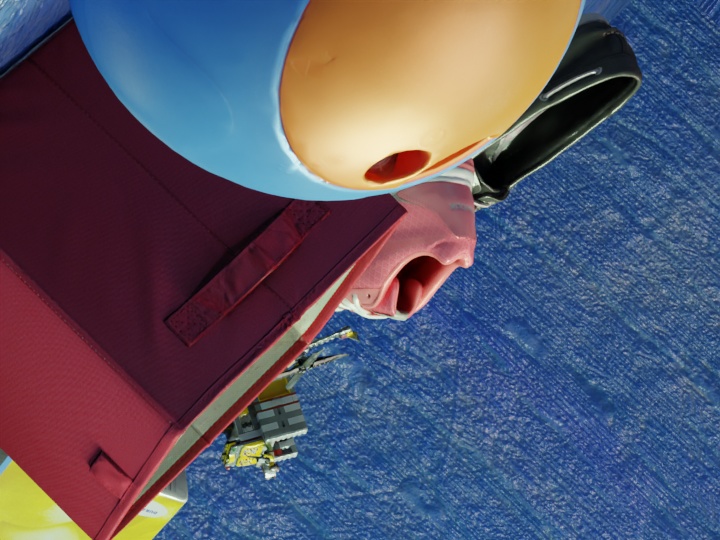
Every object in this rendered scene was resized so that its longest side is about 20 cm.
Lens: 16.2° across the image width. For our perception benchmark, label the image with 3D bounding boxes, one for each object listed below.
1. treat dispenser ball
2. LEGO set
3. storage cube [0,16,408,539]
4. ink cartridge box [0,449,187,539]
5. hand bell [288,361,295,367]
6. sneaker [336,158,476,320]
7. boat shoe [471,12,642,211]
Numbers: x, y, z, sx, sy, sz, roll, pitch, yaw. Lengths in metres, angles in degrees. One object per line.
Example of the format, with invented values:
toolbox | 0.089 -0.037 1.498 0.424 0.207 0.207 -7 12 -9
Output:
treat dispenser ball | -0.012 -0.127 0.941 0.201 0.201 0.201 -46 176 -4
LEGO set | -0.097 0.074 1.589 0.153 0.117 0.200 -12 161 -22
storage cube | -0.116 -0.005 1.231 0.171 0.180 0.200 -44 177 -29
ink cartridge box | -0.246 0.166 1.624 0.200 0.197 0.047 -50 -144 29
hand bell | -0.096 0.006 1.690 0.104 0.104 0.200 -46 164 -3
sneaker | 0.000 0.000 1.616 0.073 0.087 0.200 11 147 -39
boat shoe | 0.096 -0.083 1.638 0.200 0.057 0.067 -42 144 12
